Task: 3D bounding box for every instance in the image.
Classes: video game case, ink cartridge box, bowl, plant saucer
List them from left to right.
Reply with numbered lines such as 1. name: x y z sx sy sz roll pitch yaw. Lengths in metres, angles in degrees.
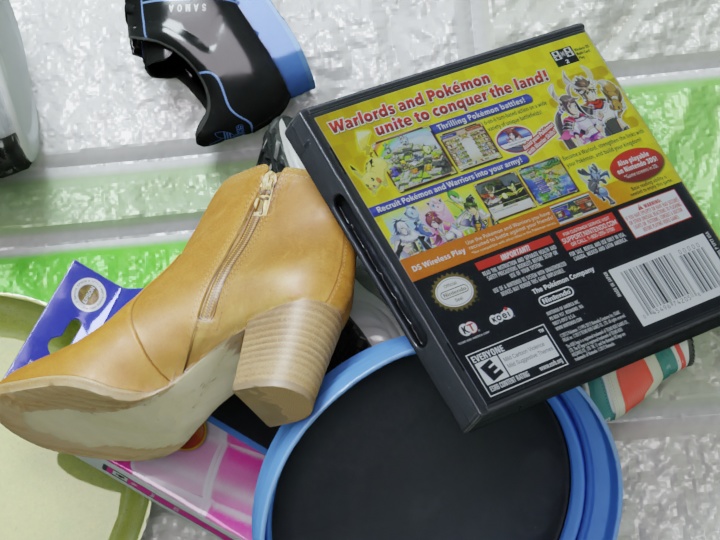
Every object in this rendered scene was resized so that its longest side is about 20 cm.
1. plant saucer: -0.208 0.113 1.391 0.198 0.031 0.202 -1 77 5
2. ink cartridge box: -0.090 0.079 1.363 0.199 0.037 0.095 29 72 1
3. bowl: 0.037 0.125 1.309 0.199 0.039 0.202 -6 109 -19
4. video game case: 0.085 -0.027 1.304 0.199 0.026 0.181 -20 71 -35

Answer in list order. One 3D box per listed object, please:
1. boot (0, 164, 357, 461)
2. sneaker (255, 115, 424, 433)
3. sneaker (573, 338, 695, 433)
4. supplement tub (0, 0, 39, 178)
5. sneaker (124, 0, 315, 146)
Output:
1. boot: -0.090 0.018 1.316 0.200 0.071 0.145 -8 50 27
2. sneaker: 0.000 0.000 1.380 0.079 0.074 0.201 -16 62 -26
3. sneaker: 0.085 0.000 1.370 0.093 0.070 0.200 -40 80 -11
4. supplement tub: -0.285 -0.092 1.397 0.198 0.123 0.123 -13 76 1
5. sneaker: -0.108 -0.163 1.425 0.078 0.070 0.201 -33 77 -8
